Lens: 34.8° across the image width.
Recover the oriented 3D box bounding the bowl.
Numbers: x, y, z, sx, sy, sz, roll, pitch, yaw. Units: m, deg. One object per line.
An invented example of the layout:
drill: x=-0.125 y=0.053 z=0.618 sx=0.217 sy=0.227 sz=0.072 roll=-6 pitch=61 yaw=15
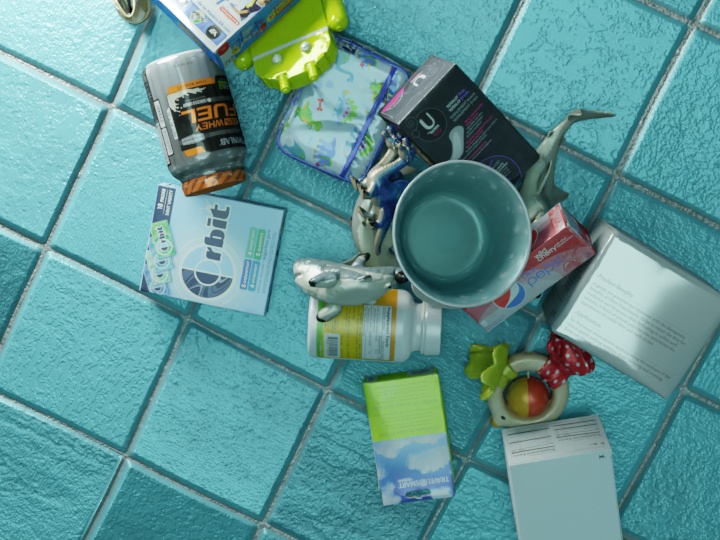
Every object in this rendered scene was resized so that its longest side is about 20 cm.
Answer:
bowl: x=0.128 y=-0.049 z=1.609 sx=0.200 sy=0.105 sz=0.201 roll=0 pitch=89 yaw=-13

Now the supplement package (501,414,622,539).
supplement package: x=0.309 y=0.343 z=1.760 sx=0.155 sy=0.111 sz=0.201 roll=-10 pitch=110 yaw=4

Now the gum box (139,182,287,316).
gum box: x=-0.228 y=-0.033 z=1.783 sx=0.199 sy=0.045 sz=0.170 roll=12 pitch=98 yaw=2

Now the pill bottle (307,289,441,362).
pill bottle: x=0.023 y=0.083 z=1.755 sx=0.199 sy=0.111 sz=0.111 roll=3 pitch=98 yaw=2

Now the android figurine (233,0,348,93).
android figurine: x=-0.104 y=-0.345 z=1.679 sx=0.182 sy=0.041 sz=0.200 roll=-19 pitch=60 yaw=13

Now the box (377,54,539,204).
box: x=0.143 y=-0.199 z=1.678 sx=0.122 sy=0.106 sz=0.200 roll=-46 pitch=115 yaw=1

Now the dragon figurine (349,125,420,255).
dragon figurine: x=0.046 y=-0.107 z=1.662 sx=0.099 sy=0.059 sz=0.200 roll=-21 pitch=122 yaw=-12

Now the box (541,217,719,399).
box: x=0.397 y=0.049 z=1.689 sx=0.199 sy=0.200 sz=0.172 roll=31 pitch=101 yaw=-1

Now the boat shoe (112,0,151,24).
boat shoe: x=-0.367 y=-0.467 z=1.710 sx=0.072 sy=0.076 sz=0.200 roll=-24 pitch=96 yaw=6

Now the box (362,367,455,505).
box: x=0.078 y=0.261 z=1.810 sx=0.122 sy=0.048 sz=0.201 roll=-8 pitch=98 yaw=4

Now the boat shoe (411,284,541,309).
boat shoe: x=0.175 y=0.004 z=1.744 sx=0.199 sy=0.093 sz=0.075 roll=2 pitch=124 yaw=-3

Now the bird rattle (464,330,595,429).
bird rattle: x=0.264 y=0.169 z=1.783 sx=0.199 sy=0.113 sz=0.164 roll=-5 pitch=111 yaw=-9

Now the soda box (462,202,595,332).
soda box: x=0.234 y=-0.002 z=1.647 sx=0.200 sy=0.063 sz=0.070 roll=-39 pitch=116 yaw=22

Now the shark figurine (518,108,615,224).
shark figurine: x=0.295 y=-0.148 z=1.733 sx=0.089 sy=0.128 sz=0.215 roll=25 pitch=86 yaw=-27

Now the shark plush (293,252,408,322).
shark plush: x=0.000 y=0.000 z=1.678 sx=0.199 sy=0.083 sz=0.091 roll=-16 pitch=135 yaw=11

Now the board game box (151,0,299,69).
board game box: x=-0.196 y=-0.427 z=1.665 sx=0.196 sy=0.056 sz=0.200 roll=-43 pitch=73 yaw=-6

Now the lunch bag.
lunch bag: x=-0.022 y=-0.241 z=1.727 sx=0.160 sy=0.082 sz=0.200 roll=27 pitch=99 yaw=-5

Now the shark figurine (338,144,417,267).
shark figurine: x=0.011 y=-0.083 z=1.746 sx=0.128 sy=0.090 sz=0.215 roll=-11 pitch=118 yaw=-19

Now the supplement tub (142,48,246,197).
supplement tub: x=-0.242 y=-0.217 z=1.709 sx=0.122 sy=0.123 sz=0.201 roll=-16 pitch=92 yaw=5
